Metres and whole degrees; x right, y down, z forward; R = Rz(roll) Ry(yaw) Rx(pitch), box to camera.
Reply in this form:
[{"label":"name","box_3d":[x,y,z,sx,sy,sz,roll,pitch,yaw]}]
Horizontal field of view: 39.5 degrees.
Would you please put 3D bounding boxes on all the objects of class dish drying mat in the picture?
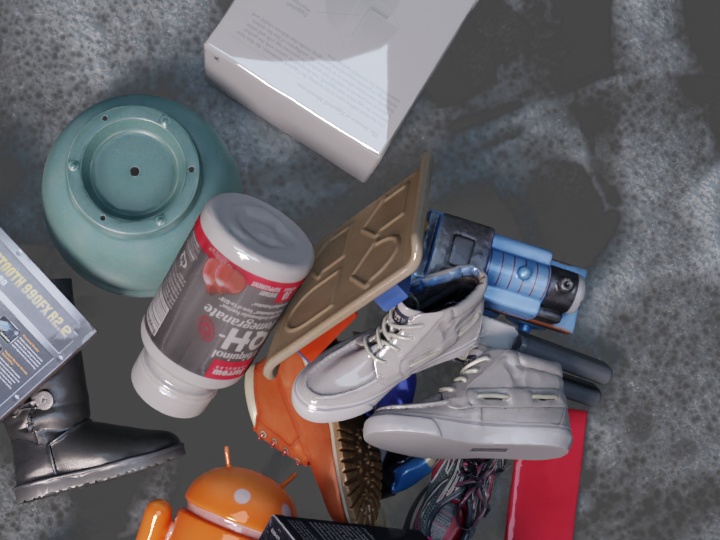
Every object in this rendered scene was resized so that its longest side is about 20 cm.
[{"label":"dish drying mat","box_3d":[0.185,0.238,1.025,0.076,0.018,0.201,11,80,-14]}]

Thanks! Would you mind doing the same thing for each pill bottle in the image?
[{"label":"pill bottle","box_3d":[-0.135,0.038,0.926,0.110,0.111,0.200,32,115,-2]}]

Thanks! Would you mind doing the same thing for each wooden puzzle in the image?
[{"label":"wooden puzzle","box_3d":[0.000,0.000,0.918,0.046,0.186,0.200,41,118,-17]}]

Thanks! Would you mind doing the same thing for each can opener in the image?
[{"label":"can opener","box_3d":[0.162,0.083,1.023,0.199,0.067,0.053,20,104,-12]}]

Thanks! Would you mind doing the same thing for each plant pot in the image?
[{"label":"plant pot","box_3d":[-0.211,-0.082,0.955,0.199,0.134,0.202,1,82,-7]}]

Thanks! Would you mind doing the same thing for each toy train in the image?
[{"label":"toy train","box_3d":[0.133,0.006,1.001,0.199,0.114,0.087,18,81,-5]}]

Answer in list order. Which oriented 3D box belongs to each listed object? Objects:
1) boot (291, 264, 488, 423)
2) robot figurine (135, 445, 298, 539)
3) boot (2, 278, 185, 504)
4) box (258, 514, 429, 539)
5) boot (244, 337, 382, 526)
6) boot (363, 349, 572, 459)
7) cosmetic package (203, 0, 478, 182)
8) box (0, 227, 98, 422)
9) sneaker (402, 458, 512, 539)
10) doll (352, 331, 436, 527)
[{"label":"boot","box_3d":[0.026,0.057,0.895,0.199,0.096,0.074,-27,56,-22]},{"label":"robot figurine","box_3d":[-0.129,0.269,0.928,0.143,0.117,0.201,17,78,20]},{"label":"boot","box_3d":[-0.269,0.104,0.963,0.164,0.066,0.201,-13,80,-11]},{"label":"box","box_3d":[-0.024,0.331,0.861,0.198,0.123,0.201,21,103,-45]},{"label":"boot","box_3d":[-0.047,0.161,0.959,0.107,0.075,0.201,-26,68,20]},{"label":"boot","box_3d":[0.100,0.123,0.949,0.199,0.074,0.096,6,64,-13]},{"label":"cosmetic package","box_3d":[-0.021,-0.232,1.007,0.199,0.123,0.201,33,78,-3]},{"label":"box","box_3d":[-0.359,0.036,0.889,0.158,0.048,0.200,-44,97,-17]},{"label":"sneaker","box_3d":[0.109,0.202,0.992,0.080,0.075,0.201,22,79,-5]},{"label":"doll","box_3d":[0.018,0.165,0.994,0.136,0.048,0.201,7,83,11]}]
